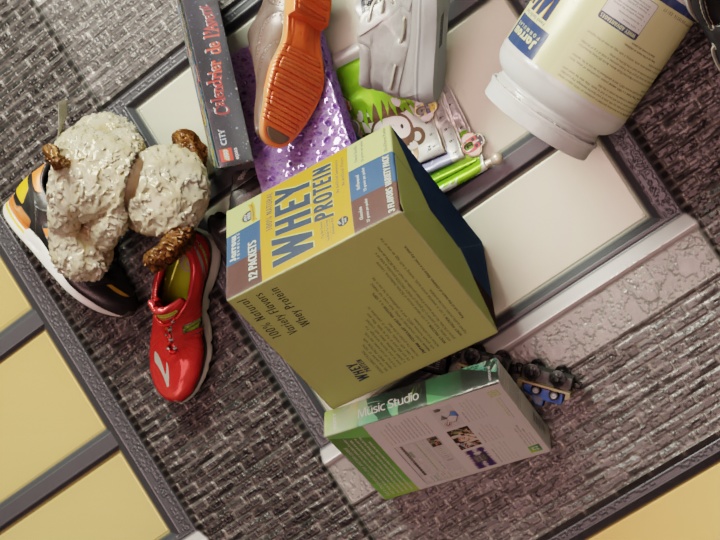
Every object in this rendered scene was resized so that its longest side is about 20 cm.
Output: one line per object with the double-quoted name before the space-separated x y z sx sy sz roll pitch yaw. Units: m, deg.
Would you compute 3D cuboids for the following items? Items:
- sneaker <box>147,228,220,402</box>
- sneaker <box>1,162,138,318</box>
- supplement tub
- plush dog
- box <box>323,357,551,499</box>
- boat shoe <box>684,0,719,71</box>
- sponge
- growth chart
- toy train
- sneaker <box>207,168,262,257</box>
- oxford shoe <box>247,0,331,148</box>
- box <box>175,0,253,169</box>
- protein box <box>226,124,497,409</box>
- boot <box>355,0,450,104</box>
"sneaker" -0.210 0.050 1.697 0.076 0.085 0.202 8 99 18
"sneaker" -0.315 -0.035 1.728 0.200 0.070 0.090 44 111 11
"supplement tub" 0.225 -0.224 1.488 0.145 0.145 0.201 37 106 11
"plush dog" -0.244 -0.092 1.636 0.170 0.161 0.201 8 70 2
"box" 0.081 0.168 1.596 0.199 0.144 0.037 -20 47 18
"boat shoe" 0.355 -0.219 1.426 0.074 0.200 0.061 -25 46 6
"sponge" -0.069 -0.162 1.614 0.111 0.030 0.201 -25 65 18
"growth chart" 0.043 -0.162 1.624 0.144 0.018 0.201 -33 85 20
"toy train" 0.135 0.106 1.618 0.199 0.034 0.046 14 104 16
"sneaker" -0.094 -0.086 1.651 0.200 0.066 0.091 -44 85 20
"oxford shoe" -0.082 -0.219 1.590 0.073 0.071 0.201 -4 66 42
"box" -0.157 -0.208 1.617 0.037 0.137 0.201 -13 95 -8
"protein box" 0.000 0.000 1.548 0.199 0.135 0.199 -27 130 19
"boot" 0.039 -0.267 1.543 0.095 0.074 0.201 11 118 15
